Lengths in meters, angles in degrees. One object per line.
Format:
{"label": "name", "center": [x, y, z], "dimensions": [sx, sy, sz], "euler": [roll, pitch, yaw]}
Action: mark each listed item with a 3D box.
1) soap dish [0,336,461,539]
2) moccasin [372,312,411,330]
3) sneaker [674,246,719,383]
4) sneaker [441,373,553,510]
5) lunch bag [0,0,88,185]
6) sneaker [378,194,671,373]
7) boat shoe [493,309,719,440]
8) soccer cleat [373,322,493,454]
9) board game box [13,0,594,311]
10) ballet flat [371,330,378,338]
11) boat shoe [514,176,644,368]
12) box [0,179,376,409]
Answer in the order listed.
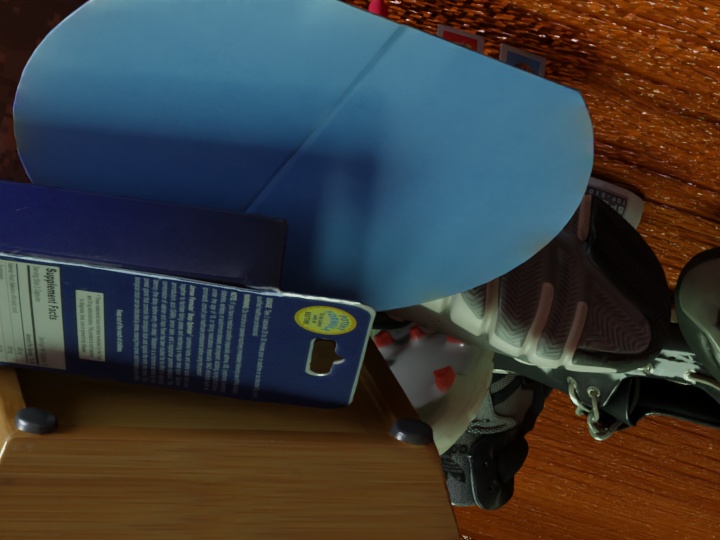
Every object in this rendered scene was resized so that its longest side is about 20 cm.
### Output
{"label": "soap dish", "center": [-0.069, 0.072, 1.045], "dimensions": [0.200, 0.081, 0.157], "euler": [3, -158, -16]}
{"label": "moccasin", "center": [0.000, 0.000, 1.167], "dimensions": [0.068, 0.080, 0.200], "euler": [57, 165, -6]}
{"label": "sneaker", "center": [0.180, 0.036, 1.149], "dimensions": [0.079, 0.075, 0.200], "euler": [11, 170, 39]}
{"label": "sneaker", "center": [0.050, 0.067, 1.431], "dimensions": [0.075, 0.114, 0.200], "euler": [10, 170, 28]}
{"label": "lunch bag", "center": [-0.172, -0.061, 1.031], "dimensions": [0.164, 0.118, 0.200], "euler": [19, 166, -28]}
{"label": "sneaker", "center": [0.018, -0.004, 1.053], "dimensions": [0.200, 0.075, 0.115], "euler": [22, 158, -13]}
{"label": "boat shoe", "center": [0.126, 0.051, 1.304], "dimensions": [0.200, 0.063, 0.073], "euler": [3, 164, 26]}
{"label": "soccer cleat", "center": [0.035, 0.049, 1.233], "dimensions": [0.069, 0.078, 0.200], "euler": [-18, -159, 8]}
{"label": "board game box", "center": [-0.020, -0.055, 0.922], "dimensions": [0.200, 0.039, 0.158], "euler": [19, 142, -20]}
{"label": "ballet flat", "center": [-0.039, 0.046, 1.257], "dimensions": [0.072, 0.072, 0.200], "euler": [8, -172, 39]}
{"label": "boat shoe", "center": [0.077, 0.008, 1.164], "dimensions": [0.071, 0.070, 0.200], "euler": [17, 171, -7]}
{"label": "box", "center": [-0.096, 0.007, 0.948], "dimensions": [0.200, 0.032, 0.121], "euler": [9, 159, -2]}
